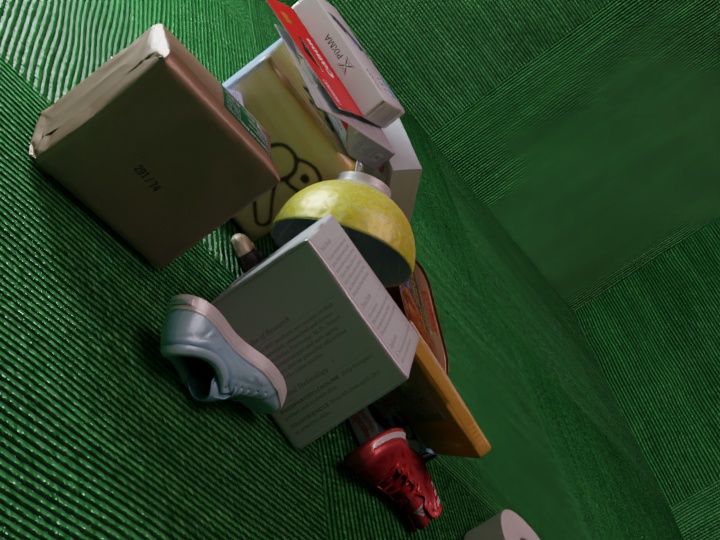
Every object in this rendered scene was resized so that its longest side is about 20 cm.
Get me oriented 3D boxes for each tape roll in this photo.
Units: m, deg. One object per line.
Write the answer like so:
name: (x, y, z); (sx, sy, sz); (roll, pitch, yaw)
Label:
tape roll: (0.232, 0.450, 1.587); (0.203, 0.071, 0.203); (50, 16, -19)

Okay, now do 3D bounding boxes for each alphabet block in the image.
alphabet block: (-0.133, -0.193, 1.599); (0.200, 0.195, 0.197); (52, 17, -14)

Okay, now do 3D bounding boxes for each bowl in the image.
bowl: (-0.011, -0.069, 1.485); (0.200, 0.199, 0.108); (40, 61, -45)

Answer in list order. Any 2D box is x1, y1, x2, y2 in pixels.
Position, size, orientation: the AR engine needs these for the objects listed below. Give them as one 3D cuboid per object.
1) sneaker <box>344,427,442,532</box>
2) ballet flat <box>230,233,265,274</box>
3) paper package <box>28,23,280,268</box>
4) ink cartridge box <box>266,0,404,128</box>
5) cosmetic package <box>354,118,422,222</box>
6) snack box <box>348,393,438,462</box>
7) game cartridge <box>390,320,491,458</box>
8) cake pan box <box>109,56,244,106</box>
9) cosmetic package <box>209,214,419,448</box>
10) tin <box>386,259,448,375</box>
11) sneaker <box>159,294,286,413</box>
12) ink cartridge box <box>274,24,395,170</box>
sneaker: (0.056, 0.272, 1.411); (0.116, 0.078, 0.200); (60, 16, 21)
ballet flat: (-0.103, 0.025, 1.479); (0.200, 0.057, 0.067); (51, 14, -16)
paper package: (-0.219, -0.134, 1.198); (0.200, 0.190, 0.104); (46, 17, -35)
ink cartridge box: (-0.032, -0.299, 1.525); (0.200, 0.045, 0.176); (57, 17, 13)
cosmetic package: (0.035, -0.126, 1.678); (0.200, 0.051, 0.151); (101, -24, -44)
snack box: (0.036, 0.210, 1.556); (0.200, 0.037, 0.116); (28, 30, -60)
game cartridge: (0.081, 0.164, 1.488); (0.200, 0.032, 0.176); (58, -19, -3)
cake pan box: (-0.229, -0.176, 1.375); (0.183, 0.052, 0.200); (11, 37, -22)
cosmetic package: (-0.055, 0.068, 1.324); (0.200, 0.166, 0.167); (55, 14, -5)
tin: (0.080, 0.081, 1.607); (0.112, 0.042, 0.201); (-8, 84, -59)
sneaker: (-0.151, 0.112, 1.158); (0.200, 0.074, 0.082); (49, 45, -40)
ink cartridge box: (-0.047, -0.237, 1.525); (0.200, 0.047, 0.160); (22, 36, -55)
